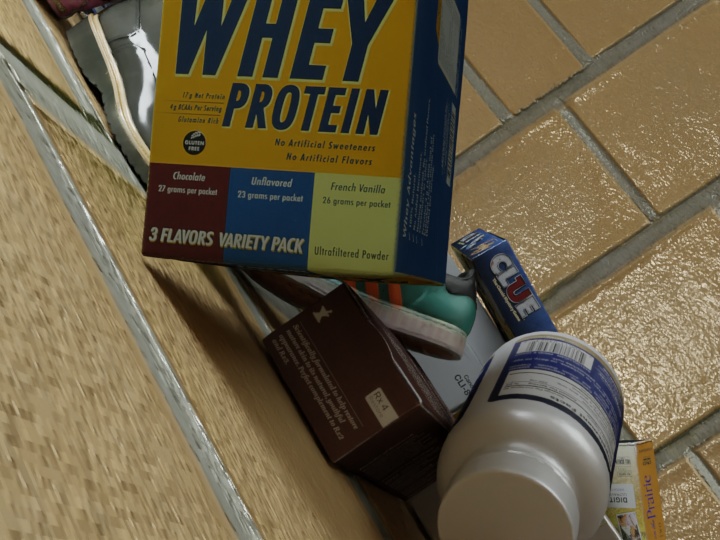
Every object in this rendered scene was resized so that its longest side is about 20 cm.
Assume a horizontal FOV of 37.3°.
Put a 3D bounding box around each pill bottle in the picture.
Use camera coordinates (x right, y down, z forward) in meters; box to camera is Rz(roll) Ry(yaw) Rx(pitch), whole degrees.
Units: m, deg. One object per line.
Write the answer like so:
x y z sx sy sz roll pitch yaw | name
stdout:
0.113 0.124 0.711 0.111 0.111 0.200 55 25 -4 | pill bottle

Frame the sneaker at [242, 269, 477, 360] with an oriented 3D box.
0.000 0.000 0.827 0.199 0.080 0.071 24 -17 -17 | sneaker

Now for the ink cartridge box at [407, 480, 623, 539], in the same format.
0.137 0.218 0.862 0.200 0.125 0.129 57 3 25 | ink cartridge box

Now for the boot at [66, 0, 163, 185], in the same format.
-0.100 -0.127 0.711 0.200 0.138 0.077 58 3 20 | boot

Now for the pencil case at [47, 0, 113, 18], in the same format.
-0.148 -0.250 0.762 0.083 0.199 0.087 -112 178 -51 | pencil case

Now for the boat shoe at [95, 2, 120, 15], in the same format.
-0.132 -0.122 0.828 0.200 0.072 0.065 48 19 -38 | boat shoe

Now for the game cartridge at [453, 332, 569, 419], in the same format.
0.160 0.168 1.115 0.032 0.200 0.176 54 2 37 | game cartridge

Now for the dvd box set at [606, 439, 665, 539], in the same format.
0.211 0.255 0.957 0.146 0.029 0.201 -16 -101 53 | dvd box set

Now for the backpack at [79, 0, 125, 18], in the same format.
-0.145 -0.240 0.883 0.191 0.199 0.154 62 3 -8 | backpack

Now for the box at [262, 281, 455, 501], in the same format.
0.013 0.094 0.758 0.100 0.075 0.200 57 1 25 | box

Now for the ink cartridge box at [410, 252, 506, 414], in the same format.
0.051 0.060 1.066 0.146 0.144 0.200 56 2 -5 | ink cartridge box

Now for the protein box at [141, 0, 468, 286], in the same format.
-0.019 -0.096 0.624 0.200 0.134 0.200 11 84 -78 | protein box

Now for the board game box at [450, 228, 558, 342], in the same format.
0.135 0.033 0.946 0.136 0.035 0.200 60 3 -5 | board game box
